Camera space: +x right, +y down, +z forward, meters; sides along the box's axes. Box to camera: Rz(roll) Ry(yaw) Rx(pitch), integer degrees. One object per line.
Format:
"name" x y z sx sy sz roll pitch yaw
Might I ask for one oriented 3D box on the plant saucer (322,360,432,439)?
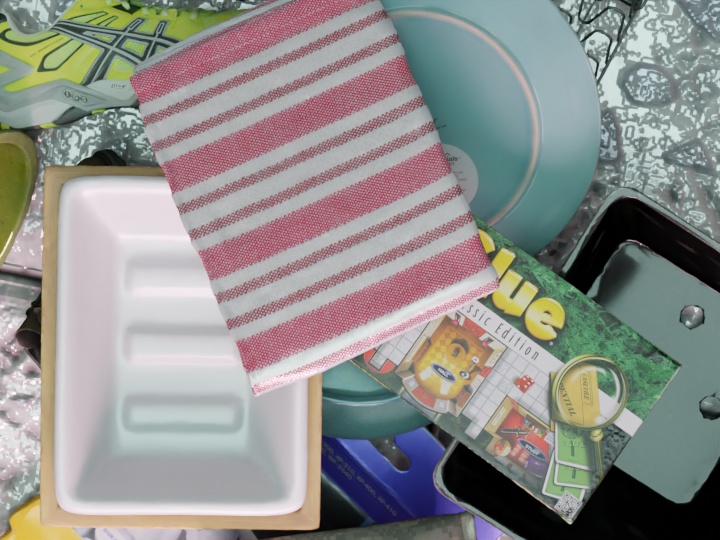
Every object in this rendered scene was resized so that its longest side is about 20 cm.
"plant saucer" 0.000 0.000 1.189 0.198 0.027 0.202 0 87 -2

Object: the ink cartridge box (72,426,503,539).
"ink cartridge box" -0.040 0.157 1.233 0.198 0.043 0.200 44 103 -5

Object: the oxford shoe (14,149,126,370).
"oxford shoe" -0.165 0.016 1.207 0.084 0.073 0.201 4 64 -22

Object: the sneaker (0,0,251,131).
"sneaker" -0.139 -0.138 1.217 0.198 0.075 0.077 -12 98 4

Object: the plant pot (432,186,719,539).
"plant pot" 0.180 0.076 1.177 0.199 0.177 0.200 32 100 1

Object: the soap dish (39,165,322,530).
"soap dish" -0.100 0.043 1.128 0.156 0.081 0.202 1 88 -4

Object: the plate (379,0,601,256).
"plate" 0.035 -0.082 1.123 0.199 0.026 0.202 5 112 12

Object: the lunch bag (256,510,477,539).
"lunch bag" -0.005 0.250 1.126 0.163 0.118 0.202 -6 75 -9

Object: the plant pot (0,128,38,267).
"plant pot" -0.328 -0.051 1.200 0.189 0.200 0.201 35 100 10

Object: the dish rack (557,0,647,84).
"dish rack" 0.091 -0.155 1.183 0.153 0.055 0.201 29 77 1

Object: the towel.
"towel" -0.026 -0.049 1.071 0.145 0.030 0.201 -23 76 2

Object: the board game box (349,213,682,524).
"board game box" 0.062 0.035 1.074 0.199 0.023 0.105 35 83 7

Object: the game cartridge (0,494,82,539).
"game cartridge" -0.115 0.204 1.293 0.176 0.032 0.201 -31 93 8
